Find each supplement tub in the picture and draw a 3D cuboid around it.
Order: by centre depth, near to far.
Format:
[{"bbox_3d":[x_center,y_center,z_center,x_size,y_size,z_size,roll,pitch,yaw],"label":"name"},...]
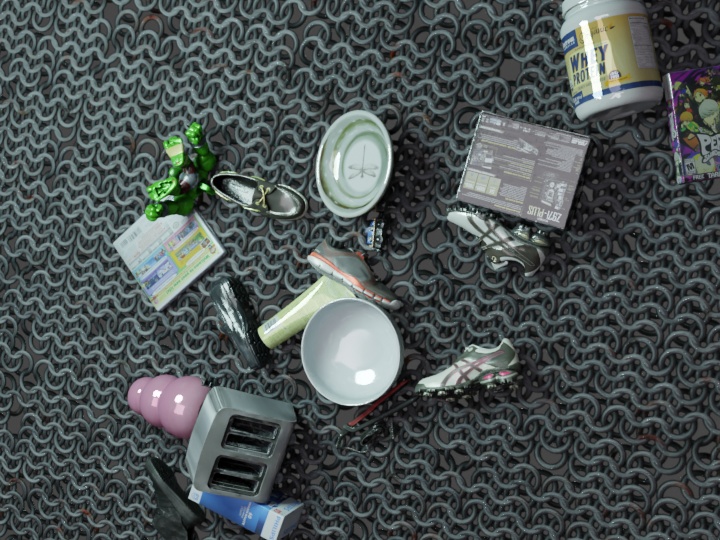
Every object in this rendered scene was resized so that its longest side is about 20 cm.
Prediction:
[{"bbox_3d":[0.414,-0.361,1.456,0.144,0.144,0.201,-12,87,19],"label":"supplement tub"}]

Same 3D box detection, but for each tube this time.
[{"bbox_3d":[-0.107,0.079,1.702,0.200,0.052,0.058,-36,121,11],"label":"tube"}]

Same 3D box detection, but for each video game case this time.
[{"bbox_3d":[0.603,-0.243,1.415,0.199,0.036,0.182,-7,90,1],"label":"video game case"},{"bbox_3d":[-0.397,-0.047,1.814,0.200,0.022,0.182,-40,78,15],"label":"video game case"}]

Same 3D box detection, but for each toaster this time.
[{"bbox_3d":[-0.233,0.326,1.667,0.200,0.119,0.181,18,97,-21],"label":"toaster"}]

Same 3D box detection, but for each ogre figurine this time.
[{"bbox_3d":[-0.348,-0.181,1.730,0.098,0.120,0.201,5,80,20],"label":"ogre figurine"}]

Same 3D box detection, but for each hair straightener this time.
[{"bbox_3d":[0.034,0.290,1.654,0.200,0.041,0.077,-38,78,16],"label":"hair straightener"}]

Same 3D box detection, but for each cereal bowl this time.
[{"bbox_3d":[-0.007,0.149,1.645,0.200,0.083,0.201,0,91,20],"label":"cereal bowl"}]

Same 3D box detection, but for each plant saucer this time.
[{"bbox_3d":[-0.001,-0.197,1.636,0.200,0.050,0.201,-4,85,44],"label":"plant saucer"}]

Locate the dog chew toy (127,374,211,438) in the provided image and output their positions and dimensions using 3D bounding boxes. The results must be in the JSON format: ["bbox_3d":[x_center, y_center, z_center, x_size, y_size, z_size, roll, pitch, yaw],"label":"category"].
[{"bbox_3d":[-0.387,0.267,1.767,0.200,0.124,0.125,8,93,27],"label":"dog chew toy"}]

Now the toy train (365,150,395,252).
[{"bbox_3d":[0.035,-0.134,1.652,0.046,0.034,0.201,5,91,32],"label":"toy train"}]

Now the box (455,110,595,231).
[{"bbox_3d":[0.290,-0.173,1.533,0.200,0.086,0.164,17,96,19],"label":"box"}]

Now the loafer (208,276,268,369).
[{"bbox_3d":[-0.243,0.109,1.740,0.070,0.068,0.201,-32,75,25],"label":"loafer"}]

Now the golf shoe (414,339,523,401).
[{"bbox_3d":[0.194,0.185,1.590,0.199,0.077,0.088,-13,66,17],"label":"golf shoe"}]

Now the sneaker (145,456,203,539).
[{"bbox_3d":[-0.401,0.491,1.802,0.104,0.060,0.200,-44,80,10],"label":"sneaker"}]

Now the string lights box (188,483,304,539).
[{"bbox_3d":[-0.223,0.453,1.715,0.200,0.103,0.059,21,97,18],"label":"string lights box"}]

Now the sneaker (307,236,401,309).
[{"bbox_3d":[0.000,0.000,1.648,0.200,0.077,0.082,32,79,6],"label":"sneaker"}]

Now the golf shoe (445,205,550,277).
[{"bbox_3d":[0.235,-0.053,1.560,0.200,0.078,0.095,23,98,19],"label":"golf shoe"}]

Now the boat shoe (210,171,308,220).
[{"bbox_3d":[-0.202,-0.146,1.722,0.201,0.061,0.072,18,96,19],"label":"boat shoe"}]
